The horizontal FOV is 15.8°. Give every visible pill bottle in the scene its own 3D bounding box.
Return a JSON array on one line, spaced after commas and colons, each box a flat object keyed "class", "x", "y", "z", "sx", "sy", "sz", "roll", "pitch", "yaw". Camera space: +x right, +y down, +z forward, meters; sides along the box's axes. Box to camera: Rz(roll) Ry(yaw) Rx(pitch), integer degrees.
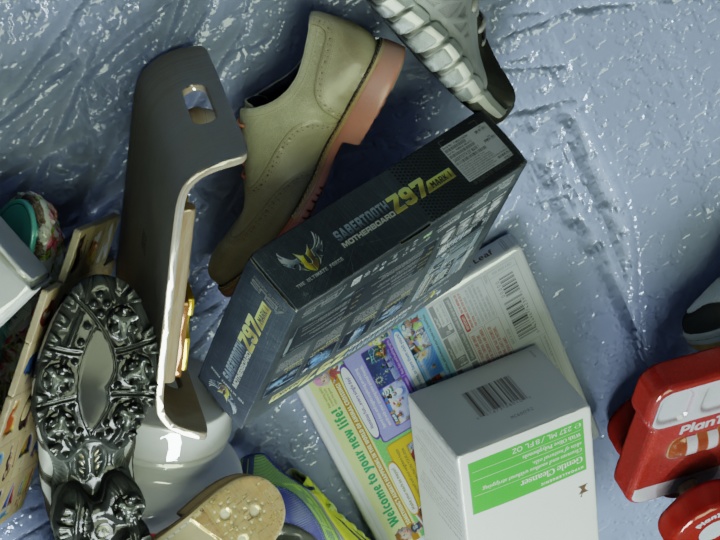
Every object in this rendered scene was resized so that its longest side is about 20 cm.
[{"class": "pill bottle", "x": -0.139, "y": 0.161, "z": 1.698, "sx": 0.119, "sy": 0.120, "sz": 0.201, "roll": -5, "pitch": 123, "yaw": -23}]

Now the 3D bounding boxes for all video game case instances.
[{"class": "video game case", "x": 0.061, "y": 0.092, "z": 1.812, "sx": 0.181, "sy": 0.022, "sz": 0.200, "roll": -30, "pitch": 130, "yaw": -5}]

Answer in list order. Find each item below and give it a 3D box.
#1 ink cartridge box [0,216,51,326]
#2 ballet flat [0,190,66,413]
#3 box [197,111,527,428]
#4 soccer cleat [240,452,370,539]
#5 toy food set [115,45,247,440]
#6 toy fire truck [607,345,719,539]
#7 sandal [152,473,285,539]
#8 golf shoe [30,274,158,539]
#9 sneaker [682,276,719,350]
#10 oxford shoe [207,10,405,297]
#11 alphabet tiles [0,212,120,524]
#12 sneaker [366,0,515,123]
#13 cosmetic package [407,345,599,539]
[{"class": "ink cartridge box", "x": -0.301, "y": 0.019, "z": 1.504, "sx": 0.200, "sy": 0.088, "sz": 0.145, "roll": -42, "pitch": 93, "yaw": 6}, {"class": "ballet flat", "x": -0.218, "y": 0.033, "z": 1.610, "sx": 0.064, "sy": 0.076, "sz": 0.200, "roll": 3, "pitch": 129, "yaw": -38}, {"class": "box", "x": 0.000, "y": 0.000, "z": 1.620, "sx": 0.200, "sy": 0.051, "sz": 0.158, "roll": -32, "pitch": 163, "yaw": -29}, {"class": "soccer cleat", "x": -0.027, "y": 0.181, "z": 1.800, "sx": 0.064, "sy": 0.084, "sz": 0.200, "roll": -18, "pitch": 152, "yaw": 21}, {"class": "toy food set", "x": -0.103, "y": -0.017, "z": 1.576, "sx": 0.060, "sy": 0.144, "sz": 0.201, "roll": -1, "pitch": 122, "yaw": -16}, {"class": "toy fire truck", "x": 0.275, "y": 0.103, "z": 1.836, "sx": 0.199, "sy": 0.112, "sz": 0.168, "roll": -13, "pitch": 145, "yaw": -19}, {"class": "sandal", "x": -0.118, "y": 0.206, "z": 1.585, "sx": 0.212, "sy": 0.070, "sz": 0.078, "roll": -46, "pitch": 108, "yaw": -20}, {"class": "golf shoe", "x": -0.168, "y": 0.085, "z": 1.563, "sx": 0.077, "sy": 0.095, "sz": 0.201, "roll": -3, "pitch": 116, "yaw": -19}, {"class": "sneaker", "x": 0.295, "y": -0.028, "z": 1.827, "sx": 0.200, "sy": 0.076, "sz": 0.088, "roll": -40, "pitch": 106, "yaw": 7}, {"class": "oxford shoe", "x": -0.051, "y": -0.075, "z": 1.630, "sx": 0.074, "sy": 0.071, "sz": 0.200, "roll": 29, "pitch": 108, "yaw": -11}, {"class": "alphabet tiles", "x": -0.191, "y": 0.063, "z": 1.580, "sx": 0.006, "sy": 0.166, "sz": 0.201, "roll": 21, "pitch": 100, "yaw": 6}, {"class": "sneaker", "x": 0.065, "y": -0.184, "z": 1.597, "sx": 0.115, "sy": 0.075, "sz": 0.200, "roll": -44, "pitch": 128, "yaw": 3}, {"class": "cosmetic package", "x": 0.104, "y": 0.166, "z": 1.815, "sx": 0.107, "sy": 0.085, "sz": 0.201, "roll": -21, "pitch": 128, "yaw": -15}]
